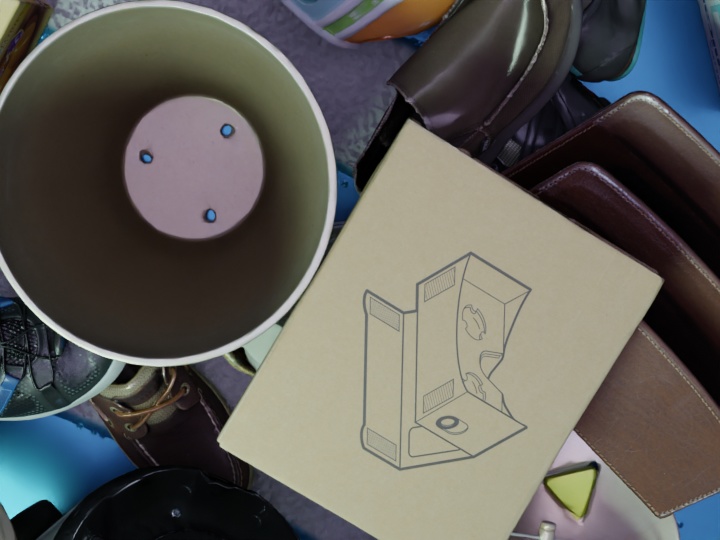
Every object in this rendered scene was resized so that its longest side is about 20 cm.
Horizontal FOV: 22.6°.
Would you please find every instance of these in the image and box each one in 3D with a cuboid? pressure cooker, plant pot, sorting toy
[{"bbox_3d":[-0.131,0.222,1.056,0.177,0.200,0.178,14,63,-23],"label":"pressure cooker"},{"bbox_3d":[-0.103,-0.055,1.025,0.185,0.200,0.190,0,96,1],"label":"plant pot"},{"bbox_3d":[0.097,0.103,1.080,0.198,0.106,0.182,12,86,-31],"label":"sorting toy"}]

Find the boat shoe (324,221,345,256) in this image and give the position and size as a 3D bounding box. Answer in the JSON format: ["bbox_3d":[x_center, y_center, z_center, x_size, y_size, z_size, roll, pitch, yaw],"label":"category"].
[{"bbox_3d":[0.000,0.000,1.099,0.198,0.062,0.073,-18,95,3],"label":"boat shoe"}]

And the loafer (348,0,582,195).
[{"bbox_3d":[0.057,-0.101,1.016,0.073,0.071,0.201,49,130,26],"label":"loafer"}]

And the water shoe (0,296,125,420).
[{"bbox_3d":[-0.230,0.052,1.028,0.198,0.079,0.072,-9,81,1],"label":"water shoe"}]

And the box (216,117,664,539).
[{"bbox_3d":[0.043,0.047,0.953,0.163,0.021,0.201,31,98,-5],"label":"box"}]

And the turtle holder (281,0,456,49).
[{"bbox_3d":[-0.007,-0.215,1.042,0.185,0.141,0.132,36,112,-12],"label":"turtle holder"}]

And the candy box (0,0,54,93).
[{"bbox_3d":[-0.258,-0.081,1.066,0.056,0.117,0.201,27,95,-3],"label":"candy box"}]

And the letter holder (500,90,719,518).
[{"bbox_3d":[0.168,0.019,1.015,0.200,0.101,0.142,45,132,-15],"label":"letter holder"}]

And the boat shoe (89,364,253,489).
[{"bbox_3d":[-0.138,0.069,1.102,0.072,0.072,0.201,-33,94,3],"label":"boat shoe"}]

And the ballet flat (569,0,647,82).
[{"bbox_3d":[0.142,-0.209,1.044,0.068,0.068,0.202,21,69,-29],"label":"ballet flat"}]

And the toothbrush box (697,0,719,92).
[{"bbox_3d":[0.245,-0.168,1.013,0.084,0.200,0.148,-15,96,3],"label":"toothbrush box"}]

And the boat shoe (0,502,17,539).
[{"bbox_3d":[-0.267,0.119,1.056,0.065,0.200,0.072,28,104,-44],"label":"boat shoe"}]

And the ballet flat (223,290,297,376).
[{"bbox_3d":[-0.001,0.048,1.010,0.198,0.070,0.072,11,97,34],"label":"ballet flat"}]

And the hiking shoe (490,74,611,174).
[{"bbox_3d":[0.115,-0.066,1.096,0.100,0.076,0.201,-36,89,17],"label":"hiking shoe"}]
